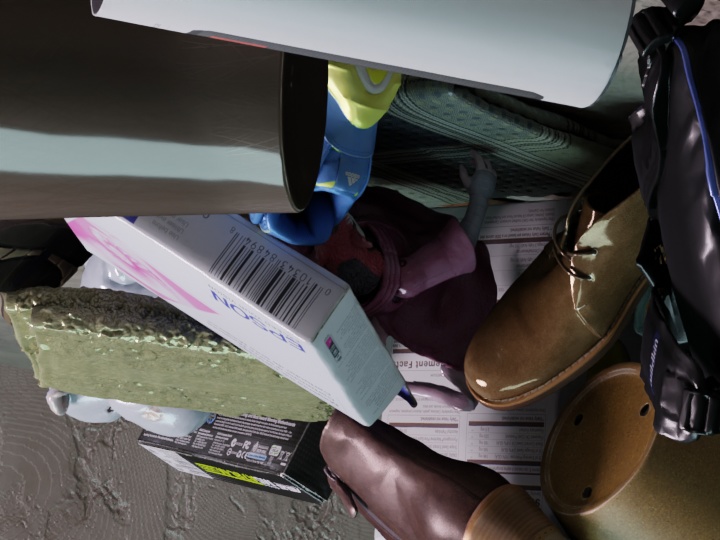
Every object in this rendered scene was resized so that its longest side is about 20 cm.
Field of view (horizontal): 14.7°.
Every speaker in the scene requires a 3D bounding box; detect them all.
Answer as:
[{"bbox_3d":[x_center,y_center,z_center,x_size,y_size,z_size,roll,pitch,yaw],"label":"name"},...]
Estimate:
[{"bbox_3d":[-0.001,-0.118,1.056,0.199,0.082,0.081,9,172,-14],"label":"speaker"}]

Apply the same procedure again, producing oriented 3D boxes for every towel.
[{"bbox_3d":[0.041,-0.076,1.532,0.192,0.035,0.200,-3,165,42],"label":"towel"},{"bbox_3d":[-0.105,0.048,1.636,0.199,0.037,0.148,7,162,1],"label":"towel"}]

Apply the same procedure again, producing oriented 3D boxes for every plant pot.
[{"bbox_3d":[0.201,0.137,1.532,0.200,0.187,0.186,33,160,-29],"label":"plant pot"}]

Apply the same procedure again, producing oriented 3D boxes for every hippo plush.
[{"bbox_3d":[-0.154,0.020,1.790,0.199,0.161,0.159,16,176,18],"label":"hippo plush"}]

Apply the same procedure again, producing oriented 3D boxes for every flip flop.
[{"bbox_3d":[-0.204,-0.017,1.617,0.058,0.081,0.200,46,-177,13],"label":"flip flop"}]

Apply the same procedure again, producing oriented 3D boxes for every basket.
[{"bbox_3d":[-0.121,-0.085,1.240,0.199,0.137,0.180,3,166,9],"label":"basket"}]

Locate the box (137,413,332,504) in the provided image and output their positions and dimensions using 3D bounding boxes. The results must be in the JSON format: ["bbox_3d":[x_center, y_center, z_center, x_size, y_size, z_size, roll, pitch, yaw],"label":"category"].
[{"bbox_3d":[-0.044,0.048,1.825,0.047,0.194,0.200,37,163,-29],"label":"box"}]

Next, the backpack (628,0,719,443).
[{"bbox_3d":[0.188,-0.024,1.238,0.153,0.201,0.190,-5,177,-6],"label":"backpack"}]

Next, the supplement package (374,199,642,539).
[{"bbox_3d":[0.116,0.068,1.668,0.151,0.201,0.150,8,173,-42],"label":"supplement package"}]

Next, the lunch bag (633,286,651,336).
[{"bbox_3d":[0.271,0.007,1.531,0.199,0.123,0.170,2,170,26],"label":"lunch bag"}]

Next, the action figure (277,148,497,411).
[{"bbox_3d":[0.000,0.000,1.508,0.133,0.150,0.200,10,-176,14],"label":"action figure"}]

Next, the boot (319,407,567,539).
[{"bbox_3d":[0.058,0.159,1.563,0.166,0.072,0.200,33,156,24],"label":"boot"}]

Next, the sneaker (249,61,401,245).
[{"bbox_3d":[-0.054,-0.065,1.396,0.075,0.106,0.200,12,171,-28],"label":"sneaker"}]

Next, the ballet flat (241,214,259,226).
[{"bbox_3d":[-0.102,-0.035,1.687,0.200,0.064,0.076,46,146,-9],"label":"ballet flat"}]

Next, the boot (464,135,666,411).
[{"bbox_3d":[0.117,-0.009,1.472,0.075,0.200,0.074,26,-157,-51],"label":"boot"}]

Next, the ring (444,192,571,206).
[{"bbox_3d":[0.104,-0.043,1.723,0.199,0.019,0.200,7,173,1],"label":"ring"}]

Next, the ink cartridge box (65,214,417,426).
[{"bbox_3d":[-0.073,0.008,1.474,0.196,0.043,0.200,31,168,21],"label":"ink cartridge box"}]
